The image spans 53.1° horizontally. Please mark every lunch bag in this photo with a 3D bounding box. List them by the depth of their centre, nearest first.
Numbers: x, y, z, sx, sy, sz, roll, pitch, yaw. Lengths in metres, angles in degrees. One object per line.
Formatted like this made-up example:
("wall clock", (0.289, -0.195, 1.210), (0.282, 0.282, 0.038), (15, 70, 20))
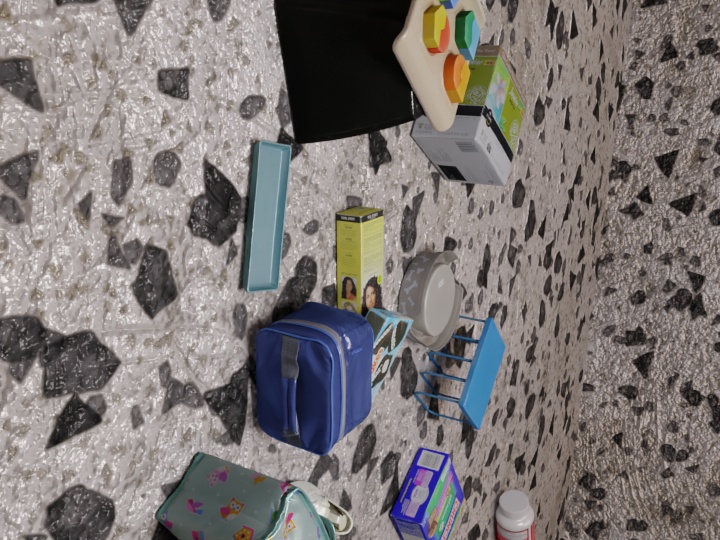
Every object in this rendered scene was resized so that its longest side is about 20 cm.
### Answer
("lunch bag", (-0.130, 0.341, 0.920), (0.122, 0.170, 0.200), (-57, 139, -33))
("lunch bag", (-0.071, 0.158, 1.010), (0.132, 0.136, 0.200), (-26, 122, -55))

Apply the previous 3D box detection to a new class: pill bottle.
("pill bottle", (0.457, 0.749, 2.125), (0.112, 0.112, 0.200), (-45, 135, -46))

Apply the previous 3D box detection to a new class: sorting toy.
("sorting toy", (0.116, -0.314, 0.947), (0.185, 0.036, 0.200), (49, 56, -54))

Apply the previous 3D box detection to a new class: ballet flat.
("ballet flat", (-0.067, 0.385, 1.153), (0.200, 0.069, 0.070), (50, 55, -53))

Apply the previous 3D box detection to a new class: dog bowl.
("dog bowl", (0.139, 0.056, 1.428), (0.200, 0.059, 0.200), (-24, 119, -57))

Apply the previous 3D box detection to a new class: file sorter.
("file sorter", (0.212, 0.210, 1.534), (0.139, 0.123, 0.200), (54, 51, -51))

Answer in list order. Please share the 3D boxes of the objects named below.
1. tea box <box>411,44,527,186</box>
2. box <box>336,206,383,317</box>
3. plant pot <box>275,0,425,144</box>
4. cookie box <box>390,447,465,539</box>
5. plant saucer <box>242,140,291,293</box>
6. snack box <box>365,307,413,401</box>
("tea box", (0.215, -0.295, 1.385), (0.200, 0.133, 0.197), (35, 67, -58))
("box", (0.000, 0.000, 1.177), (0.075, 0.050, 0.200), (-26, 120, -55))
("plant pot", (0.021, -0.296, 1.004), (0.200, 0.177, 0.200), (-40, 131, -48))
("cookie box", (0.151, 0.512, 1.558), (0.171, 0.075, 0.200), (-59, 145, -35))
("plant saucer", (-0.128, -0.071, 0.966), (0.070, 0.019, 0.200), (-4, 102, -60))
("snack box", (0.010, 0.160, 1.191), (0.116, 0.037, 0.200), (14, 104, -63))
